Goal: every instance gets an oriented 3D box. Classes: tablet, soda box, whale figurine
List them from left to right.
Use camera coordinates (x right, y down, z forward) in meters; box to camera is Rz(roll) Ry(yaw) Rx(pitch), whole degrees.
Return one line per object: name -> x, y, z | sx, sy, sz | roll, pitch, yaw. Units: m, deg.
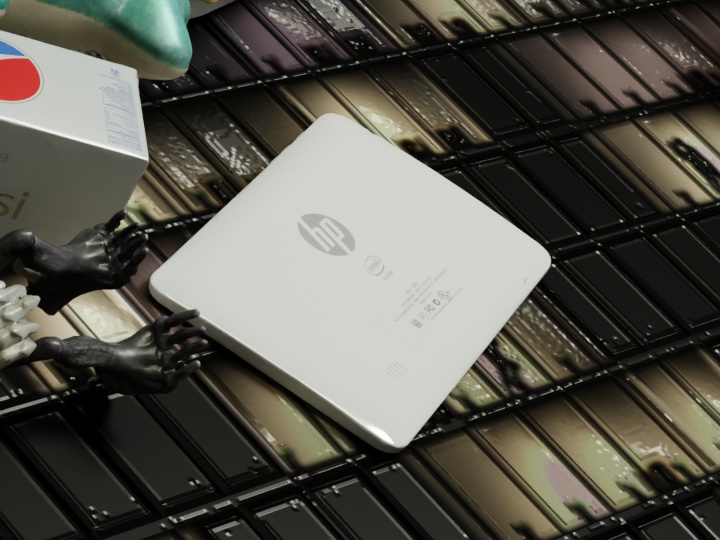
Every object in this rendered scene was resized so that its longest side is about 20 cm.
soda box -> -0.191, -0.064, 1.202 | 0.200, 0.068, 0.064 | 15, 36, -22
whale figurine -> -0.154, -0.156, 1.277 | 0.200, 0.104, 0.159 | 25, 21, -13
tablet -> 0.000, 0.000, 1.312 | 0.130, 0.014, 0.200 | 33, 33, 6

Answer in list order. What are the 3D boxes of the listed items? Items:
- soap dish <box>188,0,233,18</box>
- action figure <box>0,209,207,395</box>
soap dish -> -0.091, -0.204, 1.427 | 0.157, 0.081, 0.200 | 35, 24, 7
action figure -> -0.160, 0.007, 1.104 | 0.200, 0.102, 0.119 | -1, 56, -40
